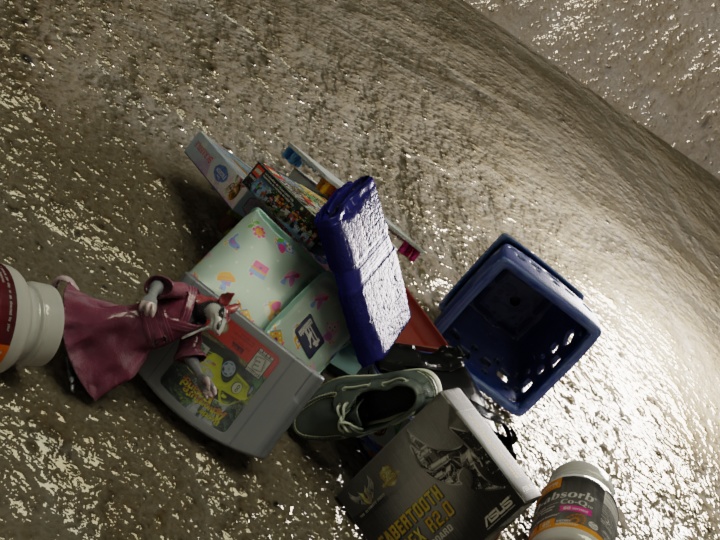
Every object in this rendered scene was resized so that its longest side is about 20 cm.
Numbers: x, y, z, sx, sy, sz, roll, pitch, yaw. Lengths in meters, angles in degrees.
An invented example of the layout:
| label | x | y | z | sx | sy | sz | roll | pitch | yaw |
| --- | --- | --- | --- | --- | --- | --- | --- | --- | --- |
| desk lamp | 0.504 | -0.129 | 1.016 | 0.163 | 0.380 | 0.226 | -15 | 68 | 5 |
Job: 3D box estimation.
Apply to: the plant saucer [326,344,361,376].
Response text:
| label | x | y | z | sx | sy | sz | roll | pitch | yaw |
| --- | --- | --- | --- | --- | --- | --- | --- | --- | --- |
| plant saucer | 0.025 | 0.154 | 1.671 | 0.199 | 0.019 | 0.070 | 34 | 27 | -17 |

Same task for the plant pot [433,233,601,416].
| label | x | y | z | sx | sy | sz | roll | pitch | yaw |
| --- | --- | --- | --- | --- | --- | --- | --- | --- | --- |
| plant pot | 0.236 | 0.072 | 1.885 | 0.200 | 0.200 | 0.180 | 37 | 21 | -7 |

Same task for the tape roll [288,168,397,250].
| label | x | y | z | sx | sy | sz | roll | pitch | yaw |
| --- | --- | --- | --- | --- | --- | --- | --- | --- | --- |
| tape roll | -0.031 | -0.079 | 1.827 | 0.202 | 0.037 | 0.203 | 38 | 4 | -3 |

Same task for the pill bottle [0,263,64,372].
| label | x | y | z | sx | sy | sz | roll | pitch | yaw |
| --- | --- | --- | --- | --- | --- | --- | --- | --- | --- |
| pill bottle | -0.394 | 0.042 | 1.170 | 0.199 | 0.113 | 0.113 | 11 | 39 | -44 |

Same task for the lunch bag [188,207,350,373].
| label | x | y | z | sx | sy | sz | roll | pitch | yaw |
| --- | --- | --- | --- | --- | --- | --- | --- | --- | --- |
| lunch bag | -0.115 | 0.054 | 1.469 | 0.200 | 0.122 | 0.170 | 42 | 53 | 0 |

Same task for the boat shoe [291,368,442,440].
| label | x | y | z | sx | sy | sz | roll | pitch | yaw |
| --- | --- | --- | --- | --- | --- | --- | --- | --- | --- |
| boat shoe | -0.003 | 0.160 | 1.430 | 0.062 | 0.199 | 0.073 | -15 | 89 | -67 |

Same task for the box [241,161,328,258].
| label | x | y | z | sx | sy | sz | roll | pitch | yaw |
| --- | --- | --- | --- | --- | --- | --- | --- | --- | --- |
| box | -0.056 | -0.063 | 1.576 | 0.137 | 0.038 | 0.200 | 45 | 9 | 24 |

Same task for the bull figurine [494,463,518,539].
| label | x | y | z | sx | sy | sz | roll | pitch | yaw |
| --- | --- | --- | --- | --- | --- | --- | --- | --- | --- |
| bull figurine | 0.147 | 0.311 | 1.498 | 0.065 | 0.122 | 0.200 | 44 | 21 | 8 |

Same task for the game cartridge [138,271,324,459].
| label | x | y | z | sx | sy | sz | roll | pitch | yaw |
| --- | --- | --- | --- | --- | --- | --- | --- | --- | --- |
| game cartridge | -0.157 | 0.114 | 1.361 | 0.200 | 0.133 | 0.041 | 37 | 1 | 1 |

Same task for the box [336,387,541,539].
| label | x | y | z | sx | sy | sz | roll | pitch | yaw |
| --- | --- | --- | --- | --- | --- | --- | --- | --- | --- |
| box | 0.087 | 0.259 | 1.393 | 0.159 | 0.200 | 0.048 | 52 | 26 | 20 |

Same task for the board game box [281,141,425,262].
| label | x | y | z | sx | sy | sz | roll | pitch | yaw |
| --- | --- | --- | --- | --- | --- | --- | --- | --- | --- |
| board game box | -0.014 | -0.101 | 1.788 | 0.200 | 0.026 | 0.200 | 36 | 4 | -28 |

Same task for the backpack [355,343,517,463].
| label | x | y | z | sx | sy | sz | roll | pitch | yaw |
| --- | --- | --- | --- | --- | --- | --- | --- | --- | --- |
| backpack | 0.070 | 0.181 | 1.545 | 0.190 | 0.154 | 0.200 | 27 | 21 | -38 |

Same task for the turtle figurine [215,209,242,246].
| label | x | y | z | sx | sy | sz | roll | pitch | yaw |
| --- | --- | --- | --- | --- | --- | --- | --- | --- | --- |
| turtle figurine | -0.131 | -0.009 | 1.654 | 0.199 | 0.065 | 0.162 | 11 | 31 | -32 |

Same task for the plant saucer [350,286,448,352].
| label | x | y | z | sx | sy | sz | roll | pitch | yaw |
| --- | --- | --- | --- | --- | --- | --- | --- | --- | --- |
| plant saucer | 0.013 | 0.051 | 1.769 | 0.199 | 0.037 | 0.200 | 13 | 33 | -44 |

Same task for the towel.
| label | x | y | z | sx | sy | sz | roll | pitch | yaw |
| --- | --- | --- | --- | --- | --- | --- | --- | --- | --- |
| towel | 0.000 | 0.000 | 1.485 | 0.148 | 0.049 | 0.201 | -49 | 126 | -57 |

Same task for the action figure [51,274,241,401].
| label | x | y | z | sx | sy | sz | roll | pitch | yaw |
| --- | --- | --- | --- | --- | --- | --- | --- | --- | --- |
| action figure | -0.226 | 0.063 | 1.313 | 0.149 | 0.199 | 0.135 | -124 | -160 | -61 |

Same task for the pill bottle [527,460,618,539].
| label | x | y | z | sx | sy | sz | roll | pitch | yaw |
| --- | --- | --- | --- | --- | --- | --- | --- | --- | --- |
| pill bottle | 0.286 | 0.346 | 1.624 | 0.116 | 0.116 | 0.200 | 40 | 26 | -3 |

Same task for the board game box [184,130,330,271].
| label | x | y | z | sx | sy | sz | roll | pitch | yaw |
| --- | --- | --- | --- | --- | --- | --- | --- | --- | --- |
| board game box | -0.132 | -0.093 | 1.686 | 0.199 | 0.041 | 0.200 | 35 | 8 | -38 |
